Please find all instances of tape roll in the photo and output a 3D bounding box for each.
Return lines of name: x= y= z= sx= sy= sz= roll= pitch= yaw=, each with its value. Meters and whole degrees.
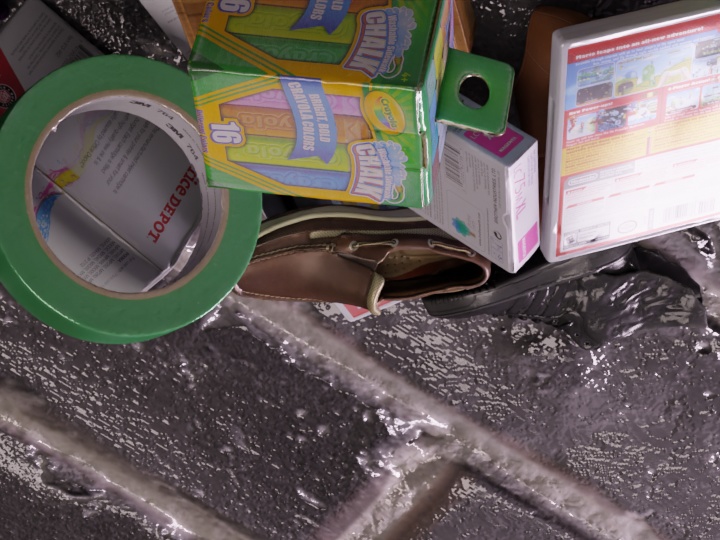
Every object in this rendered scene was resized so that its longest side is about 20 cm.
tape roll: x=-0.170 y=-0.050 z=1.700 sx=0.200 sy=0.201 sz=0.048 roll=34 pitch=161 yaw=-13

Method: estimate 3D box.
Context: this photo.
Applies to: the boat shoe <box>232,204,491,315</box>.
boat shoe: x=0.000 y=-0.005 z=1.784 sx=0.201 sy=0.075 sz=0.075 roll=-10 pitch=134 yaw=-6

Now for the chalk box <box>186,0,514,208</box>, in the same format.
chalk box: x=0.000 y=-0.129 z=1.592 sx=0.199 sy=0.125 sz=0.124 roll=5 pitch=142 yaw=9

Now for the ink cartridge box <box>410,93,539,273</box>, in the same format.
ink cartridge box: x=0.040 y=-0.092 z=1.716 sx=0.200 sy=0.042 sz=0.120 roll=31 pitch=151 yaw=26

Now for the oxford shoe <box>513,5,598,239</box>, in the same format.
oxford shoe: x=0.142 y=-0.108 z=1.749 sx=0.071 sy=0.071 sz=0.201 roll=29 pitch=135 yaw=27

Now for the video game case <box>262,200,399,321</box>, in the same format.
video game case: x=-0.006 y=-0.058 z=1.846 sx=0.143 sy=0.017 sz=0.200 roll=-23 pitch=119 yaw=29

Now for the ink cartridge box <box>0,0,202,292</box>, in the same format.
ink cartridge box: x=-0.214 y=-0.082 z=1.786 sx=0.200 sy=0.146 sz=0.083 roll=40 pitch=130 yaw=-12

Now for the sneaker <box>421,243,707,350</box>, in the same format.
sneaker: x=0.155 y=0.025 z=1.833 sx=0.199 sy=0.060 sz=0.104 roll=-20 pitch=119 yaw=11

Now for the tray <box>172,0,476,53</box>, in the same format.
tray: x=-0.029 y=-0.188 z=1.654 sx=0.199 sy=0.037 sz=0.099 roll=0 pitch=140 yaw=17

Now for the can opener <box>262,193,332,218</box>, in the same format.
can opener: x=-0.060 y=-0.058 z=1.804 sx=0.053 sy=0.067 sz=0.200 roll=-10 pitch=124 yaw=22

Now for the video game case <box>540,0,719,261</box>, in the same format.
video game case: x=0.198 y=-0.100 z=1.696 sx=0.142 sy=0.017 sz=0.201 roll=-14 pitch=135 yaw=-14

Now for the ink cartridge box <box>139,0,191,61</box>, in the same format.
ink cartridge box: x=-0.133 y=-0.241 z=1.720 sx=0.099 sy=0.039 sz=0.200 roll=-22 pitch=118 yaw=28

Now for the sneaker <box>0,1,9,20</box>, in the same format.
sneaker: x=-0.312 y=-0.172 z=1.801 sx=0.087 sy=0.075 sz=0.200 roll=14 pitch=130 yaw=-3
